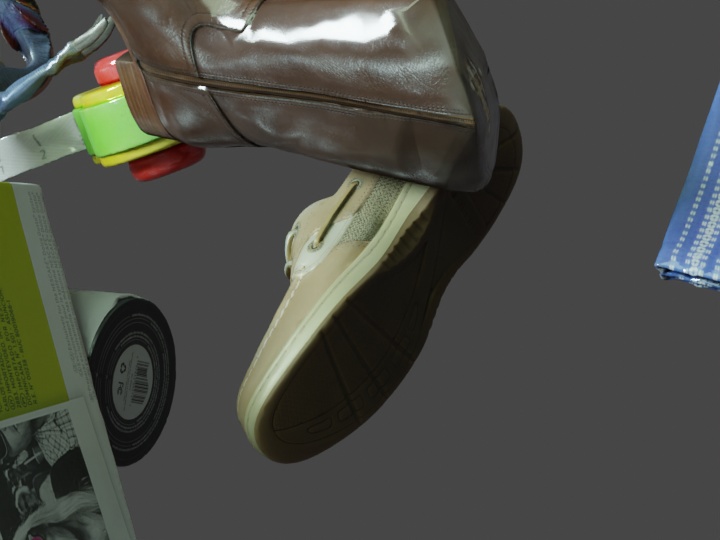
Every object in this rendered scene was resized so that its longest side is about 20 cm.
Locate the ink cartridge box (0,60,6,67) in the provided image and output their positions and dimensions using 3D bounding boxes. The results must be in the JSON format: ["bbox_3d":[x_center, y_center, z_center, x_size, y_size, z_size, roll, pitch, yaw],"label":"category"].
[{"bbox_3d":[-0.325,-0.093,0.911,0.199,0.075,0.166,23,74,31],"label":"ink cartridge box"}]

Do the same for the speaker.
[{"bbox_3d":[-0.194,0.043,0.774,0.198,0.081,0.082,5,63,24],"label":"speaker"}]

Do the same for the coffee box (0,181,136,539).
[{"bbox_3d":[-0.237,0.083,0.641,0.198,0.197,0.202,-19,82,23],"label":"coffee box"}]

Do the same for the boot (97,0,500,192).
[{"bbox_3d":[-0.035,-0.120,0.676,0.198,0.188,0.064,13,51,35],"label":"boot"}]

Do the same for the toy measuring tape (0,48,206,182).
[{"bbox_3d":[-0.143,-0.071,0.823,0.198,0.074,0.074,-17,56,13],"label":"toy measuring tape"}]

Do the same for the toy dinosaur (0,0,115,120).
[{"bbox_3d":[-0.228,-0.097,0.818,0.200,0.181,0.105,-43,79,12],"label":"toy dinosaur"}]

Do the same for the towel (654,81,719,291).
[{"bbox_3d":[0.238,-0.041,0.678,0.198,0.024,0.146,12,66,28],"label":"towel"}]

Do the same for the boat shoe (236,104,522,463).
[{"bbox_3d":[0.000,0.000,0.730,0.064,0.072,0.201,19,60,35],"label":"boat shoe"}]
